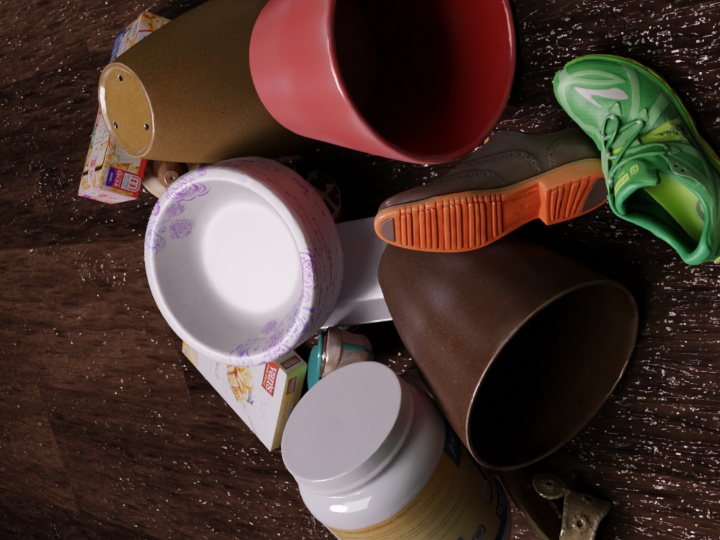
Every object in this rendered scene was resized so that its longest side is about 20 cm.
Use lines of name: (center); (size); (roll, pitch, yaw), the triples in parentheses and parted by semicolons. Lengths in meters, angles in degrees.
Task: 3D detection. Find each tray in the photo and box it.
tray: (0.000, 0.000, 1.064); (0.199, 0.022, 0.108); (-8, 101, 27)

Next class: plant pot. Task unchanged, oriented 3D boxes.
plant pot: (0.006, -0.189, 0.896); (0.177, 0.199, 0.202); (6, 113, 54)
plant pot: (0.106, 0.039, 0.912); (0.200, 0.186, 0.188); (42, 136, 41)
plant pot: (-0.157, -0.183, 1.052); (0.186, 0.199, 0.188); (23, 125, 37)

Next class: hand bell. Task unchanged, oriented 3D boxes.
hand bell: (-0.201, -0.113, 1.131); (0.200, 0.103, 0.105); (-129, 24, -76)

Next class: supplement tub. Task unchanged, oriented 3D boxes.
supplement tub: (0.034, 0.191, 0.924); (0.144, 0.145, 0.200); (5, 142, 45)

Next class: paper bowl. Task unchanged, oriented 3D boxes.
paper bowl: (-0.109, -0.013, 1.039); (0.199, 0.104, 0.202); (8, 109, 24)

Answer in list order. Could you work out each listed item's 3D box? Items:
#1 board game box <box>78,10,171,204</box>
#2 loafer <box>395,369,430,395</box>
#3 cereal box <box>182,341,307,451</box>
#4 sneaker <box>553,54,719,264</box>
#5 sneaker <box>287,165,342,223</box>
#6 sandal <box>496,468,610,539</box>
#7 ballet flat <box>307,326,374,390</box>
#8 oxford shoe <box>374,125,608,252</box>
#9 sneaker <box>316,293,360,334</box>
board game box: (-0.268, -0.181, 1.184); (0.151, 0.046, 0.202); (4, 80, 66)
loafer: (0.099, 0.129, 1.041); (0.072, 0.063, 0.199); (39, 165, -34)
cereal box: (-0.150, 0.110, 1.297); (0.200, 0.039, 0.145); (42, 137, 30)
sneaker: (0.217, -0.088, 0.786); (0.200, 0.083, 0.074); (51, 138, 17)
sneaker: (-0.087, -0.066, 1.148); (0.199, 0.077, 0.085); (14, 139, 43)
sandal: (0.214, 0.247, 0.983); (0.069, 0.078, 0.213); (-33, 90, 18)
ballet flat: (-0.020, 0.107, 1.134); (0.200, 0.067, 0.069); (120, 153, -77)
oxford shoe: (0.104, -0.069, 0.850); (0.072, 0.198, 0.073); (88, 168, -57)
sneaker: (-0.077, 0.047, 1.161); (0.199, 0.087, 0.074); (-1, 108, 47)
